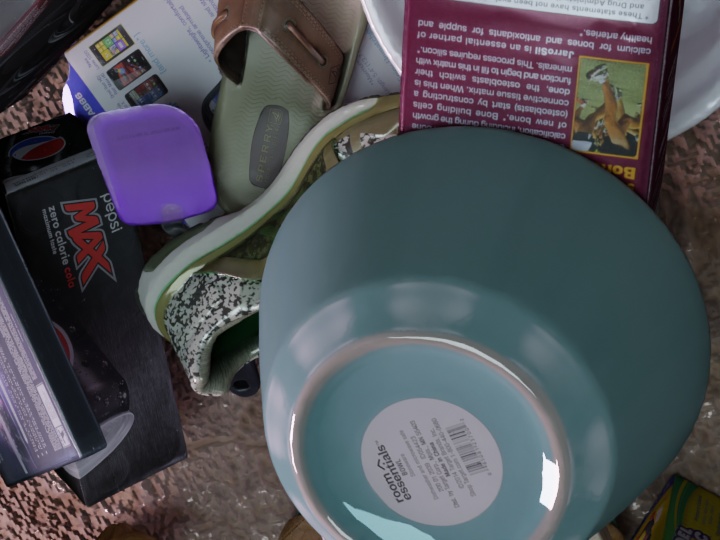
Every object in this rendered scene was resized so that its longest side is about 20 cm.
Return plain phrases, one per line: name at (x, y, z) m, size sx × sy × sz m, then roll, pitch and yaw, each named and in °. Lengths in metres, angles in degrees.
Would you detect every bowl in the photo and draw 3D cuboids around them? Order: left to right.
bowl at (0.039, 0.051, 0.775) m, size 0.200 × 0.105 × 0.201 m, roll 6°, pitch 116°, yaw 13°

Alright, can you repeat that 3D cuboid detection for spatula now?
spatula at (-0.086, -0.004, 0.982) m, size 0.056 × 0.021 × 0.200 m, roll -10°, pitch 133°, yaw 11°

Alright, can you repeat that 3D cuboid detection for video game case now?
video game case at (-0.193, 0.041, 0.999) m, size 0.143 × 0.019 × 0.200 m, roll 65°, pitch 158°, yaw 1°

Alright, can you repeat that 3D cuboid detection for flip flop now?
flip flop at (-0.043, -0.107, 0.915) m, size 0.081 × 0.058 × 0.201 m, roll 17°, pitch 117°, yaw 11°

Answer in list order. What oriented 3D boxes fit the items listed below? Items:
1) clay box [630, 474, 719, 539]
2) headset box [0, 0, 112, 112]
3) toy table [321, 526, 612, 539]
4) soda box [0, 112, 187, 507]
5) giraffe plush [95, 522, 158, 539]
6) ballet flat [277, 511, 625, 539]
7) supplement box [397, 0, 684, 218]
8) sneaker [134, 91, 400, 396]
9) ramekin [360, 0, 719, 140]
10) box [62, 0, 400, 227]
clay box at (0.141, 0.202, 0.957) m, size 0.048 × 0.200 × 0.115 m, roll 29°, pitch 117°, yaw 3°
headset box at (-0.189, -0.128, 0.913) m, size 0.077 × 0.200 × 0.149 m, roll 45°, pitch 116°, yaw -5°
toy table at (0.052, 0.107, 0.947) m, size 0.117 × 0.184 × 0.200 m, roll -30°, pitch 81°, yaw 18°
soda box at (-0.152, 0.023, 1.008) m, size 0.063 × 0.071 × 0.201 m, roll 33°, pitch 141°, yaw 49°
giraffe plush at (-0.227, 0.186, 1.057) m, size 0.162 × 0.200 × 0.173 m, roll 42°, pitch 118°, yaw -3°
ballet flat at (0.045, 0.169, 1.039) m, size 0.199 × 0.072 × 0.068 m, roll 0°, pitch 132°, yaw 15°
supplement box at (0.077, -0.064, 0.815) m, size 0.110 × 0.086 × 0.201 m, roll 9°, pitch 118°, yaw 12°
sneaker at (-0.018, -0.005, 0.918) m, size 0.200 × 0.089 × 0.077 m, roll -38°, pitch 134°, yaw 17°
ramekin at (0.103, -0.161, 0.871) m, size 0.200 × 0.098 × 0.201 m, roll 6°, pitch 114°, yaw 13°
box at (-0.059, -0.109, 0.975) m, size 0.200 × 0.041 × 0.119 m, roll -30°, pitch 101°, yaw 27°
